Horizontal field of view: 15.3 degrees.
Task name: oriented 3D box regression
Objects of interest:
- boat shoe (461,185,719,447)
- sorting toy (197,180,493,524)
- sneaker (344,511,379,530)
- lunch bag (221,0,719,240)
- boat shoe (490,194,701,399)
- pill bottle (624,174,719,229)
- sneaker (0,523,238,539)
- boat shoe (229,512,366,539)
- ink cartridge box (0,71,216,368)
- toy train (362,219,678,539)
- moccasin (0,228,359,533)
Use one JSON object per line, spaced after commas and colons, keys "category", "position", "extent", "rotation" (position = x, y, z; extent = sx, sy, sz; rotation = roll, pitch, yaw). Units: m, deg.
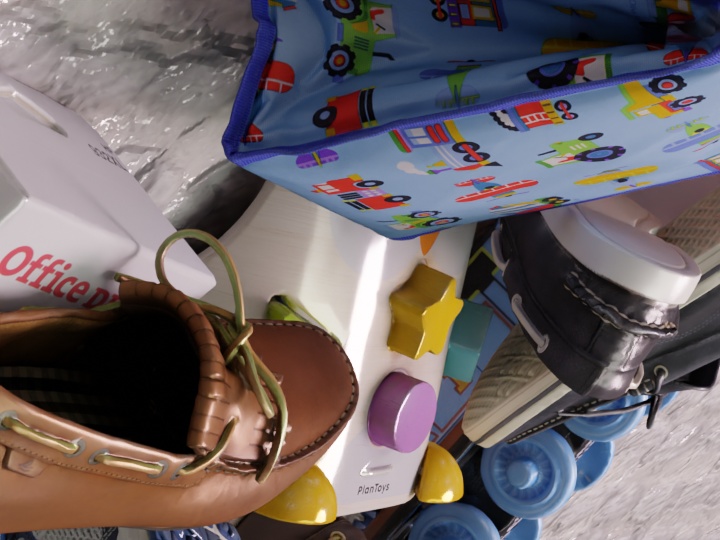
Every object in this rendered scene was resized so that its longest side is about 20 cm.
{"category": "boat shoe", "position": [0.122, 0.027, 1.124], "extent": [0.200, 0.062, 0.075], "rotation": [-35, -158, 32]}
{"category": "sorting toy", "position": [0.000, 0.000, 1.091], "extent": [0.200, 0.107, 0.181], "rotation": [-4, 119, -56]}
{"category": "sneaker", "position": [-0.010, 0.147, 1.359], "extent": [0.200, 0.077, 0.085], "rotation": [-27, 162, -11]}
{"category": "lunch bag", "position": [0.076, -0.065, 0.916], "extent": [0.150, 0.199, 0.094], "rotation": [23, 70, -66]}
{"category": "boat shoe", "position": [0.085, -0.002, 1.061], "extent": [0.060, 0.074, 0.200], "rotation": [-64, -166, 11]}
{"category": "pill bottle", "position": [0.191, -0.064, 1.220], "extent": [0.200, 0.114, 0.114], "rotation": [-8, 141, -54]}
{"category": "sneaker", "position": [-0.095, 0.092, 0.946], "extent": [0.085, 0.200, 0.077], "rotation": [-32, 127, 7]}
{"category": "boat shoe", "position": [-0.072, 0.178, 1.183], "extent": [0.200, 0.059, 0.072], "rotation": [-51, 153, -28]}
{"category": "ink cartridge box", "position": [-0.164, 0.032, 0.865], "extent": [0.200, 0.084, 0.145], "rotation": [-45, 158, 8]}
{"category": "toy train", "position": [0.063, 0.062, 1.246], "extent": [0.200, 0.114, 0.087], "rotation": [-50, 168, 22]}
{"category": "moccasin", "position": [-0.066, 0.035, 0.837], "extent": [0.201, 0.074, 0.078], "rotation": [5, 138, -50]}
